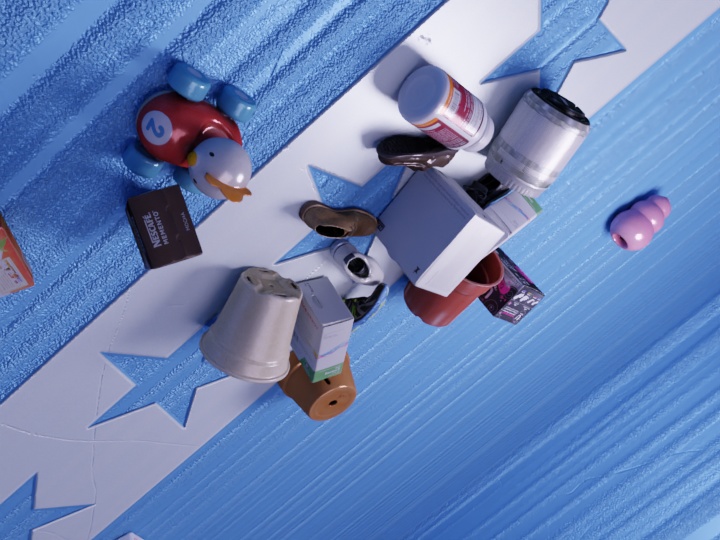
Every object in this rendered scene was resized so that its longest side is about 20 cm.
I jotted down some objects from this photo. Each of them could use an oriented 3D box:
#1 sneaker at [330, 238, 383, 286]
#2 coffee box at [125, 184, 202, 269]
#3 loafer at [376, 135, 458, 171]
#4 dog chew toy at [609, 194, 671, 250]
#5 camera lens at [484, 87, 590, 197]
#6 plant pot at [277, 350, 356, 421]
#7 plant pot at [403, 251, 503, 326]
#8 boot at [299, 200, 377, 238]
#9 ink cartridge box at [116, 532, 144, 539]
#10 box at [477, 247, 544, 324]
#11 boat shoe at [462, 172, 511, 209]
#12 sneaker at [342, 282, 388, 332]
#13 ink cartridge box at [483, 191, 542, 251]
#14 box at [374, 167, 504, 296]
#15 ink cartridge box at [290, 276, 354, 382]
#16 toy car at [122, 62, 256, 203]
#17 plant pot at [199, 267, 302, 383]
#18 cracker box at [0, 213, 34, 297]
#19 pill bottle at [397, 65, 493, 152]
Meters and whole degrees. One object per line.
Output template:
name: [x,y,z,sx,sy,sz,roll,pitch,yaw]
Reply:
sneaker: [0.000,0.000,1.478,0.073,0.071,0.200,-43,143,10]
coffee box: [-0.321,-0.065,1.035,0.080,0.200,0.113,-20,97,-20]
loafer: [0.117,-0.229,1.316,0.200,0.073,0.071,-8,135,-31]
dog chew toy: [0.852,-0.151,1.939,0.200,0.125,0.125,-39,144,-7]
camera lens: [0.383,-0.280,1.394,0.160,0.160,0.200,3,129,-40]
plant pot: [-0.101,0.292,1.664,0.200,0.140,0.200,-20,141,-18]
plant pot: [0.214,0.025,1.586,0.201,0.201,0.195,-2,140,-36]
boot: [-0.033,-0.090,1.353,0.200,0.075,0.074,6,125,-43]
ink cartridge box: [-0.641,0.874,1.833,0.084,0.200,0.146,-26,142,-8]
box: [0.353,0.027,1.674,0.132,0.200,0.115,20,116,-47]
boat shoe: [0.272,-0.176,1.500,0.200,0.075,0.062,-33,138,-12]
sneaker: [-0.014,0.093,1.554,0.200,0.083,0.071,-39,175,21]
ink cartridge box: [0.319,-0.105,1.512,0.200,0.084,0.145,-30,170,-49]
box: [0.164,-0.087,1.403,0.131,0.199,0.200,19,118,-48]
ink cartridge box: [-0.096,0.136,1.491,0.087,0.145,0.200,-15,139,-26]
toy car: [-0.240,-0.177,0.991,0.177,0.200,0.184,16,120,-46]
plant pot: [-0.213,0.102,1.350,0.200,0.200,0.184,6,115,-42]
cracker box: [-0.635,-0.003,0.996,0.200,0.058,0.134,-22,140,-19]
pill bottle: [0.172,-0.303,1.246,0.200,0.113,0.113,19,118,-47]
